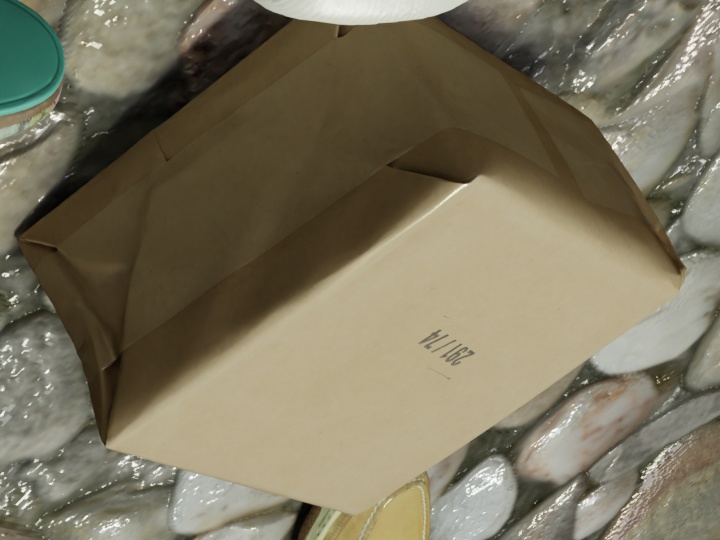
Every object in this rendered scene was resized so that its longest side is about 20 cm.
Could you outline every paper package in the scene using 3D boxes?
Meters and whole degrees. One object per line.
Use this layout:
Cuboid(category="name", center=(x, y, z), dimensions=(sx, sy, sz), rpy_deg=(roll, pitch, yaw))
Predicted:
Cuboid(category="paper package", center=(0.000, 0.000, 0.997), dimensions=(0.191, 0.104, 0.200), rpy_deg=(-37, 152, 17))

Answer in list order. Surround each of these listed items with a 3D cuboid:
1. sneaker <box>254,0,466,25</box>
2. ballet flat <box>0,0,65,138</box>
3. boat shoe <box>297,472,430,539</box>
Cuboid(category="sneaker", center=(0.040, -0.151, 0.903), dimensions=(0.200, 0.075, 0.089), rpy_deg=(-20, 129, -28))
Cuboid(category="ballet flat", center=(-0.192, -0.061, 0.786), dimensions=(0.200, 0.069, 0.071), rpy_deg=(-2, 153, -39))
Cuboid(category="boat shoe", center=(0.009, 0.172, 1.288), dimensions=(0.072, 0.076, 0.200), rpy_deg=(-20, 145, -26))
